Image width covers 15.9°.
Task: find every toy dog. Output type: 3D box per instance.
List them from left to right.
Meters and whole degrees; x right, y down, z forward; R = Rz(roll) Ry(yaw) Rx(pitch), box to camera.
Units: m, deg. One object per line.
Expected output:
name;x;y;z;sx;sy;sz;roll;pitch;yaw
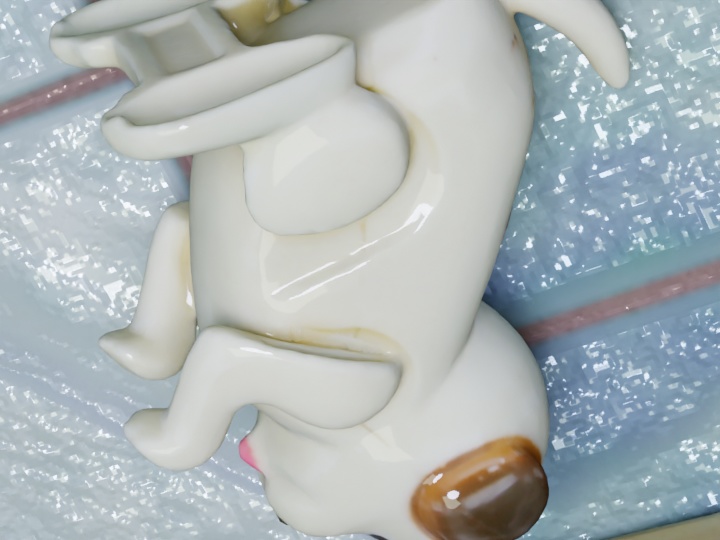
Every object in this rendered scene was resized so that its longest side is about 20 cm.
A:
toy dog;0.000;0.000;0.859;0.194;0.140;0.200;-22;116;-18

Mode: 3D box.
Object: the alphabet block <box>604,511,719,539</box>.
alphabet block;0.070;0.229;0.920;0.200;0.196;0.196;-17;112;20
